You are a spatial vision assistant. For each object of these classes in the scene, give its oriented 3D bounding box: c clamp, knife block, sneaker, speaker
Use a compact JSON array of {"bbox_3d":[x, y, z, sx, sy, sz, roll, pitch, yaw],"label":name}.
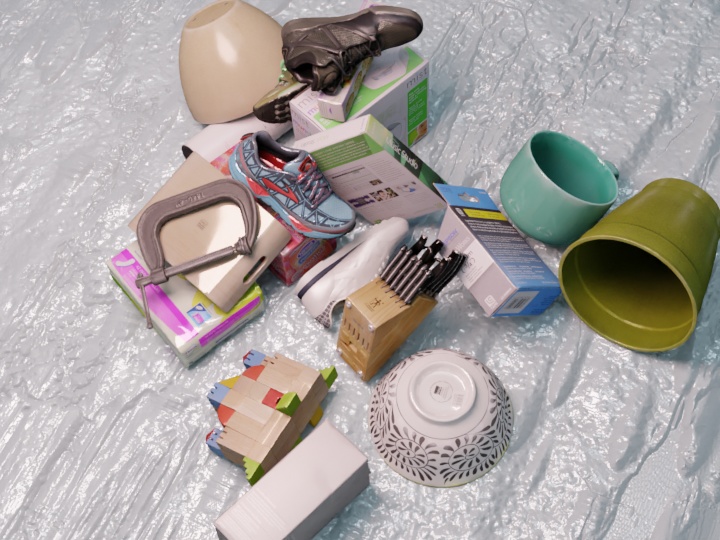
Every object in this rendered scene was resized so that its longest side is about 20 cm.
[{"bbox_3d":[-0.225,-0.033,1.559,0.200,0.027,0.171,-25,68,3],"label":"c clamp"},{"bbox_3d":[0.060,0.044,1.559,0.175,0.200,0.064,-30,63,-27],"label":"knife block"},{"bbox_3d":[0.000,0.000,1.650,0.200,0.076,0.081,-38,77,-13],"label":"sneaker"},{"bbox_3d":[-0.088,-0.119,1.569,0.200,0.096,0.079,32,51,-4],"label":"sneaker"},{"bbox_3d":[-0.178,-0.216,1.764,0.200,0.081,0.081,-40,67,-18],"label":"speaker"},{"bbox_3d":[-0.010,-0.298,1.559,0.199,0.076,0.114,-6,59,6],"label":"sneaker"},{"bbox_3d":[-0.094,-0.291,1.692,0.089,0.077,0.200,42,63,18],"label":"sneaker"}]

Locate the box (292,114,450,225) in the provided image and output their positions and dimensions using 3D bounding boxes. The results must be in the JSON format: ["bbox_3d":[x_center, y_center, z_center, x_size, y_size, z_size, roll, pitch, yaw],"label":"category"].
[{"bbox_3d":[0.019,-0.137,1.619,0.144,0.200,0.036,-14,53,39],"label":"box"}]

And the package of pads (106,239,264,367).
[{"bbox_3d":[-0.249,0.017,1.642,0.154,0.068,0.200,-37,66,-17],"label":"package of pads"}]

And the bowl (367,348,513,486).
[{"bbox_3d":[0.108,0.179,1.524,0.200,0.094,0.201,-1,61,2],"label":"bowl"}]

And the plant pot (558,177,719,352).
[{"bbox_3d":[0.408,-0.024,1.587,0.200,0.200,0.193,30,54,17],"label":"plant pot"}]

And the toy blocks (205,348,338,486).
[{"bbox_3d":[-0.142,0.185,1.542,0.137,0.100,0.200,21,62,26],"label":"toy blocks"}]

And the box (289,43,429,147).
[{"bbox_3d":[0.001,-0.232,1.712,0.200,0.177,0.097,-39,66,-19],"label":"box"}]

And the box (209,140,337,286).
[{"bbox_3d":[-0.137,-0.088,1.682,0.103,0.095,0.200,-38,66,-19],"label":"box"}]

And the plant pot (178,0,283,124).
[{"bbox_3d":[-0.200,-0.338,1.752,0.200,0.135,0.200,-19,32,13],"label":"plant pot"}]

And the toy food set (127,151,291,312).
[{"bbox_3d":[-0.214,-0.057,1.605,0.200,0.060,0.144,40,84,15],"label":"toy food set"}]

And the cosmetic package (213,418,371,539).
[{"bbox_3d":[-0.084,0.296,1.459,0.090,0.107,0.200,39,67,20],"label":"cosmetic package"}]

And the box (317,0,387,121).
[{"bbox_3d":[-0.009,-0.301,1.627,0.039,0.041,0.200,15,60,14],"label":"box"}]

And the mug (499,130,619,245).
[{"bbox_3d":[0.293,-0.107,1.659,0.185,0.114,0.152,18,41,-20],"label":"mug"}]

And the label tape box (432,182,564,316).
[{"bbox_3d":[0.179,-0.028,1.611,0.063,0.144,0.200,-49,62,25],"label":"label tape box"}]
